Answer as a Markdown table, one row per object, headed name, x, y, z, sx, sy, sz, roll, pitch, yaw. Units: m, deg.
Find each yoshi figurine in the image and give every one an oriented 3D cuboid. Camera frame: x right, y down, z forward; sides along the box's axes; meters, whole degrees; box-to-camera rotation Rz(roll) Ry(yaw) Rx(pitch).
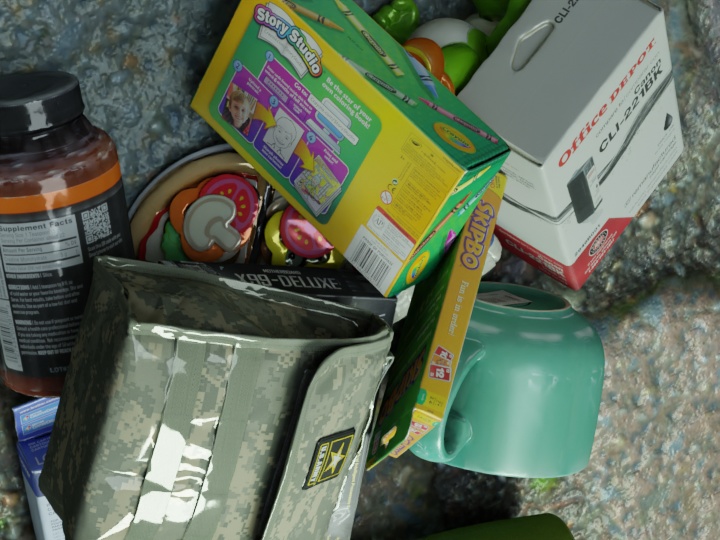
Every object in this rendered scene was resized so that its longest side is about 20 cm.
| name | x | y | z | sx | sy | sz | roll | pitch | yaw |
| --- | --- | --- | --- | --- | --- | --- | --- | --- | --- |
| yoshi figurine | 0.072 | -0.173 | 1.330 | 0.199 | 0.112 | 0.112 | -30 | 160 | -44 |

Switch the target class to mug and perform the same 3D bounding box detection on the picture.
| name | x | y | z | sx | sy | sz | roll | pitch | yaw |
| --- | --- | --- | --- | --- | --- | --- | --- | --- | --- |
| mug | 0.105 | 0.077 | 1.390 | 0.150 | 0.185 | 0.116 | 7 | 101 | -5 |

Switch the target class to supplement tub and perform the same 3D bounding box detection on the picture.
| name | x | y | z | sx | sy | sz | roll | pitch | yaw |
| --- | --- | --- | --- | --- | --- | --- | --- | --- | --- |
| supplement tub | -0.203 | -0.026 | 1.254 | 0.106 | 0.107 | 0.202 | -15 | 112 | -20 |

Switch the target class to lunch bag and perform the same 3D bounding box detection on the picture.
| name | x | y | z | sx | sy | sz | roll | pitch | yaw |
| --- | --- | --- | --- | --- | --- | --- | --- | --- | --- |
| lunch bag | -0.081 | 0.096 | 1.185 | 0.198 | 0.118 | 0.165 | 8 | 110 | -27 |

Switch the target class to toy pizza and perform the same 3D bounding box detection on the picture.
| name | x | y | z | sx | sy | sz | roll | pitch | yaw |
| --- | --- | --- | --- | --- | --- | --- | --- | --- | --- |
| toy pizza | -0.077 | 0.012 | 1.322 | 0.198 | 0.032 | 0.202 | 0 | 98 | 0 |

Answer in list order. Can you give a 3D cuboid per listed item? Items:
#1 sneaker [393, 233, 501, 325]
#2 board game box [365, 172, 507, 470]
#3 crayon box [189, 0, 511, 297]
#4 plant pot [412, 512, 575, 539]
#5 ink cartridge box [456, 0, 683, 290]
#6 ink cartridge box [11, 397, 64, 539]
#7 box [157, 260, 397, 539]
| name | x | y | z | sx | sy | sz | roll | pitch | yaw |
| --- | --- | --- | --- | --- | --- | --- | --- | --- | --- |
| sneaker | 0.000 | 0.000 | 1.387 | 0.199 | 0.079 | 0.090 | -30 | 98 | -10 |
| board game box | 0.050 | 0.036 | 1.281 | 0.030 | 0.096 | 0.201 | 23 | 65 | -8 |
| crayon box | -0.010 | -0.096 | 1.254 | 0.058 | 0.200 | 0.119 | -27 | 156 | -49 |
| plant pot | 0.052 | 0.281 | 1.449 | 0.198 | 0.187 | 0.189 | 1 | 107 | -14 |
| ink cartridge box | 0.150 | -0.099 | 1.346 | 0.145 | 0.083 | 0.200 | -52 | 154 | -12 |
| ink cartridge box | -0.171 | 0.158 | 1.337 | 0.118 | 0.042 | 0.201 | -19 | 130 | -18 |
| box | -0.070 | 0.097 | 1.283 | 0.156 | 0.050 | 0.202 | 2 | 111 | -22 |
